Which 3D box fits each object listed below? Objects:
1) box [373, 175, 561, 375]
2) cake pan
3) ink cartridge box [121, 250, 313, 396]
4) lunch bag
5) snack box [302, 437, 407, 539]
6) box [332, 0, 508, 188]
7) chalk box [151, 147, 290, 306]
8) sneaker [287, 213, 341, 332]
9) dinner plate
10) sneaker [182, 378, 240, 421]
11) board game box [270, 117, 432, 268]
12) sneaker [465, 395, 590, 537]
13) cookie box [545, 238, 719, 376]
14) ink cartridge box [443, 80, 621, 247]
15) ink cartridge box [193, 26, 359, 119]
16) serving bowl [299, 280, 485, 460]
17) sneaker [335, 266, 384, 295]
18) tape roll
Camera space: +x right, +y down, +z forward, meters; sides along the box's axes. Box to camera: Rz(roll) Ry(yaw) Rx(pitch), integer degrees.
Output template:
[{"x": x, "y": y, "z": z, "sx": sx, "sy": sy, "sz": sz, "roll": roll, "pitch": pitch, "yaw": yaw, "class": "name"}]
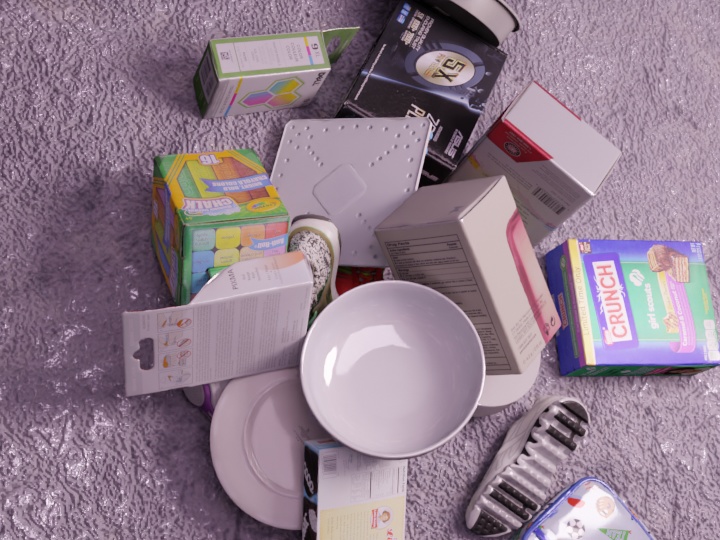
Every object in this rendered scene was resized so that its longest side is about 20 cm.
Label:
[{"x": 0.123, "y": 0.009, "z": 1.446, "sx": 0.109, "sy": 0.127, "sz": 0.201, "roll": -42, "pitch": 117, "yaw": -42, "class": "box"}, {"x": 0.115, "y": -0.352, "z": 1.667, "sx": 0.200, "sy": 0.200, "sz": 0.037, "roll": 30, "pitch": 89, "yaw": -6, "class": "cake pan"}, {"x": -0.154, "y": 0.059, "z": 1.350, "sx": 0.199, "sy": 0.163, "sz": 0.050, "roll": -8, "pitch": 55, "yaw": -14, "class": "ink cartridge box"}, {"x": 0.280, "y": 0.361, "z": 1.518, "sx": 0.160, "sy": 0.076, "sz": 0.200, "roll": -37, "pitch": 84, "yaw": -24, "class": "lunch bag"}, {"x": -0.007, "y": 0.282, "z": 1.410, "sx": 0.116, "sy": 0.037, "sz": 0.201, "roll": -4, "pitch": 101, "yaw": -31, "class": "snack box"}, {"x": 0.075, "y": -0.230, "z": 1.657, "sx": 0.163, "sy": 0.086, "sz": 0.201, "roll": 30, "pitch": 64, "yaw": -7, "class": "box"}, {"x": -0.155, "y": -0.035, "z": 1.437, "sx": 0.124, "sy": 0.124, "sz": 0.200, "roll": -6, "pitch": 35, "yaw": -21, "class": "chalk box"}, {"x": -0.064, "y": 0.040, "z": 1.468, "sx": 0.077, "sy": 0.201, "sz": 0.089, "roll": 4, "pitch": 28, "yaw": 18, "class": "sneaker"}, {"x": -0.067, "y": 0.187, "z": 1.421, "sx": 0.199, "sy": 0.024, "sz": 0.201, "roll": 3, "pitch": 79, "yaw": -17, "class": "dinner plate"}, {"x": -0.139, "y": 0.139, "z": 1.466, "sx": 0.099, "sy": 0.075, "sz": 0.200, "roll": -35, "pitch": 93, "yaw": -33, "class": "sneaker"}, {"x": -0.021, "y": -0.092, "z": 1.543, "sx": 0.199, "sy": 0.026, "sz": 0.201, "roll": 2, "pitch": 65, "yaw": 25, "class": "board game box"}, {"x": 0.193, "y": 0.234, "z": 1.540, "sx": 0.075, "sy": 0.081, "sz": 0.200, "roll": 43, "pitch": 81, "yaw": -24, "class": "sneaker"}, {"x": 0.352, "y": 0.049, "z": 1.654, "sx": 0.199, "sy": 0.075, "sz": 0.172, "roll": 0, "pitch": 71, "yaw": -18, "class": "cookie box"}, {"x": 0.208, "y": -0.123, "z": 1.601, "sx": 0.146, "sy": 0.200, "sz": 0.083, "roll": 39, "pitch": 61, "yaw": -2, "class": "ink cartridge box"}, {"x": -0.100, "y": -0.248, "z": 1.595, "sx": 0.199, "sy": 0.104, "sz": 0.060, "roll": -10, "pitch": 75, "yaw": -22, "class": "ink cartridge box"}, {"x": 0.034, "y": 0.115, "z": 1.390, "sx": 0.199, "sy": 0.066, "sz": 0.201, "roll": 0, "pitch": 66, "yaw": -1, "class": "serving bowl"}, {"x": 0.000, "y": 0.000, "z": 1.548, "sx": 0.077, "sy": 0.085, "sz": 0.201, "roll": -1, "pitch": 71, "yaw": -18, "class": "sneaker"}, {"x": 0.129, "y": 0.081, "z": 1.563, "sx": 0.202, "sy": 0.037, "sz": 0.204, "roll": 15, "pitch": 56, "yaw": -23, "class": "tape roll"}]
